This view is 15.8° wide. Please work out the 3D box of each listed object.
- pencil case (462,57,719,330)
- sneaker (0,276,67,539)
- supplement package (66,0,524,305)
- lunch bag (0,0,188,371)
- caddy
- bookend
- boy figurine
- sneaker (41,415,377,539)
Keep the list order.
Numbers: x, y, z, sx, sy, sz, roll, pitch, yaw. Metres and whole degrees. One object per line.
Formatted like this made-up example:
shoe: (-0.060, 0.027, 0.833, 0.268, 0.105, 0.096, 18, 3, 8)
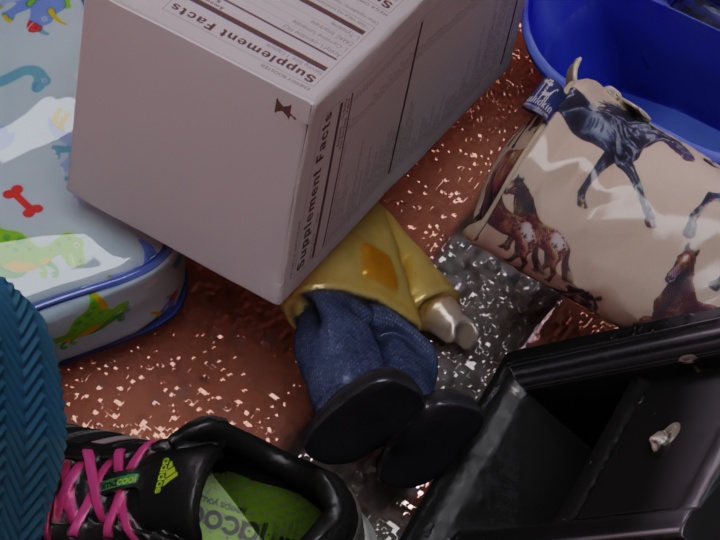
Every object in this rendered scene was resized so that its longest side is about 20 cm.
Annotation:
pencil case: (0.146, -0.004, 1.053, 0.199, 0.078, 0.090, 30, 88, 7)
sneaker: (-0.169, 0.098, 1.024, 0.080, 0.076, 0.202, -2, 75, 28)
supplement package: (-0.020, -0.101, 1.082, 0.109, 0.114, 0.200, 28, 45, 17)
lunch bag: (-0.167, -0.049, 1.133, 0.160, 0.083, 0.201, -21, 68, -11)
caddy: (0.166, -0.097, 1.146, 0.199, 0.105, 0.141, 29, 66, 33)
bookend: (0.095, 0.125, 1.006, 0.092, 0.198, 0.201, 40, 65, -19)
boy figurine: (0.000, 0.000, 1.122, 0.124, 0.064, 0.201, 23, 38, -32)
sneaker: (-0.087, 0.095, 1.072, 0.198, 0.088, 0.074, 10, 65, 0)
